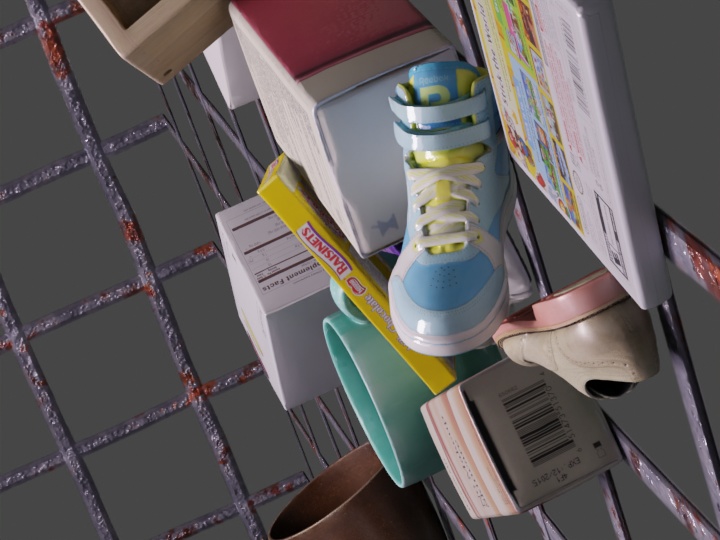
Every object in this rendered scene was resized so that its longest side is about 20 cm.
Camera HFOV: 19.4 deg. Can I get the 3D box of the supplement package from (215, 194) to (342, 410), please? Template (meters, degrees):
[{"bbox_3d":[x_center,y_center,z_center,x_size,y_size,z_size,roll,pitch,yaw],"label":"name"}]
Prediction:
[{"bbox_3d":[-0.029,0.010,1.866,0.111,0.155,0.200,61,170,27],"label":"supplement package"}]

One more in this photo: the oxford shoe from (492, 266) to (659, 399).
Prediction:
[{"bbox_3d":[0.130,0.048,1.277,0.074,0.070,0.200,63,172,3],"label":"oxford shoe"}]

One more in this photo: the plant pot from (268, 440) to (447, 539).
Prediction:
[{"bbox_3d":[0.028,0.324,2.407,0.200,0.187,0.187,52,174,-9],"label":"plant pot"}]

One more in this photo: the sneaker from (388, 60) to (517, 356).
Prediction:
[{"bbox_3d":[0.049,-0.050,1.293,0.201,0.079,0.131,-82,-17,-51],"label":"sneaker"}]

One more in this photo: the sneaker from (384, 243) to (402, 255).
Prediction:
[{"bbox_3d":[0.019,-0.084,1.663,0.083,0.081,0.201,32,157,50],"label":"sneaker"}]

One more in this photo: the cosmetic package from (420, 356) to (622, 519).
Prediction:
[{"bbox_3d":[0.111,0.116,1.516,0.104,0.087,0.200,63,172,6],"label":"cosmetic package"}]

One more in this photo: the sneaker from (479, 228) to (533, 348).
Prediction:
[{"bbox_3d":[0.071,0.019,1.534,0.075,0.081,0.200,62,172,14],"label":"sneaker"}]

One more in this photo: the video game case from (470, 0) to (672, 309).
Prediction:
[{"bbox_3d":[0.108,-0.103,1.160,0.182,0.023,0.201,-124,13,-51],"label":"video game case"}]

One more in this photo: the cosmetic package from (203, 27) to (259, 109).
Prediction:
[{"bbox_3d":[-0.084,-0.229,1.723,0.200,0.107,0.085,88,156,-66],"label":"cosmetic package"}]

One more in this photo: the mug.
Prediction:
[{"bbox_3d":[0.050,0.076,1.689,0.185,0.114,0.153,81,162,-61],"label":"mug"}]

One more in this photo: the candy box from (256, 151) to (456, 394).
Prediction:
[{"bbox_3d":[0.000,0.000,1.563,0.200,0.026,0.102,49,-168,-8],"label":"candy box"}]

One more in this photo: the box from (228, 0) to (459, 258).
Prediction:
[{"bbox_3d":[-0.001,-0.123,1.482,0.200,0.108,0.128,53,165,55],"label":"box"}]

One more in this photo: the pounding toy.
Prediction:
[{"bbox_3d":[-0.145,-0.277,1.580,0.200,0.184,0.142,52,-175,13],"label":"pounding toy"}]
